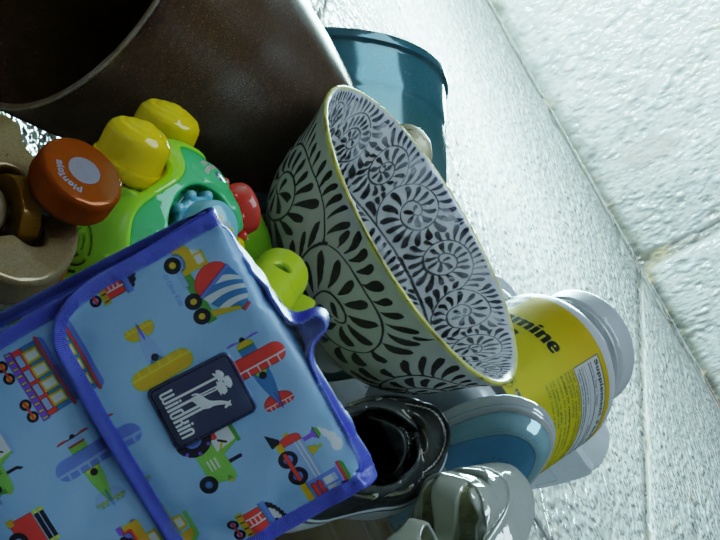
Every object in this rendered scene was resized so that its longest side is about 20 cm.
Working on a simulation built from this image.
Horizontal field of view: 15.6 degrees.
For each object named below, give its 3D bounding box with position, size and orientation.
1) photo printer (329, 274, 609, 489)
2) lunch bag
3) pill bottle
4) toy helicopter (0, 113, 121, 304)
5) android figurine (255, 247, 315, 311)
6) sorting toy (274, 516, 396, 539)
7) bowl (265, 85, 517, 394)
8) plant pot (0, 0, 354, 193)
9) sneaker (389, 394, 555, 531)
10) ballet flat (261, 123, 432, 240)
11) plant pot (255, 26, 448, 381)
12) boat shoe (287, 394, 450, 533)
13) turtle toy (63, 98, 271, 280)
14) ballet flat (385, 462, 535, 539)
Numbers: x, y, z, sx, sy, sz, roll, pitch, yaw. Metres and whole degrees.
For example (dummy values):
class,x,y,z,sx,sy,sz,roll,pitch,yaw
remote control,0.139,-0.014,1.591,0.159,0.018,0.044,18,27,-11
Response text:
class,x,y,z,sx,sy,sz,roll,pitch,yaw
photo printer,0.066,0.083,1.908,0.200,0.166,0.070,51,37,-36
lunch bag,-0.098,0.069,1.232,0.151,0.200,0.094,59,13,-10
pill bottle,0.098,0.081,1.740,0.200,0.112,0.113,-27,89,-51
toy helicopter,-0.225,-0.061,1.301,0.200,0.079,0.132,48,38,10
android figurine,-0.075,0.080,1.385,0.041,0.182,0.200,26,24,4
sorting toy,-0.036,0.194,1.463,0.200,0.107,0.180,61,20,-2
bowl,0.000,0.000,1.541,0.201,0.094,0.201,52,19,-25
plant pot,-0.102,-0.131,1.565,0.200,0.187,0.187,34,29,-40
sneaker,0.042,0.169,1.591,0.080,0.200,0.131,37,31,-22
ballet flat,-0.034,-0.020,1.620,0.066,0.200,0.057,51,-6,5
plant pot,-0.030,-0.033,1.739,0.200,0.200,0.188,38,41,-60
boat shoe,0.007,0.103,1.457,0.200,0.057,0.069,-15,79,-61
turtle toy,-0.107,-0.010,1.432,0.101,0.146,0.200,28,14,3
ballet flat,0.044,0.154,1.457,0.069,0.069,0.200,58,42,-18
